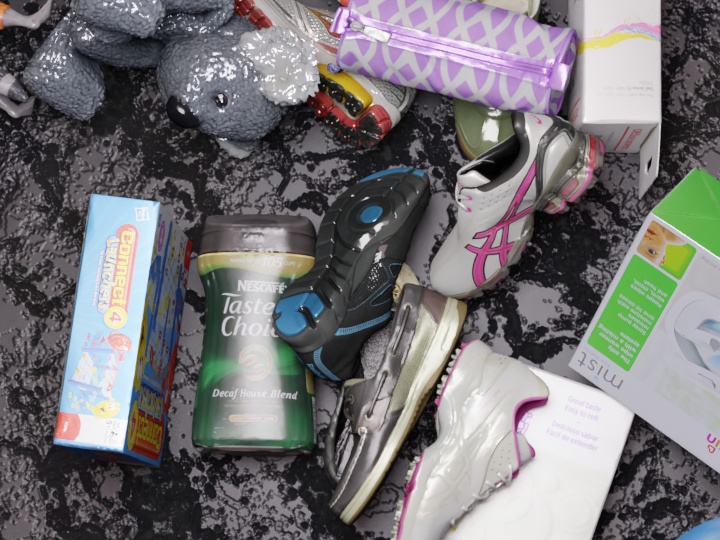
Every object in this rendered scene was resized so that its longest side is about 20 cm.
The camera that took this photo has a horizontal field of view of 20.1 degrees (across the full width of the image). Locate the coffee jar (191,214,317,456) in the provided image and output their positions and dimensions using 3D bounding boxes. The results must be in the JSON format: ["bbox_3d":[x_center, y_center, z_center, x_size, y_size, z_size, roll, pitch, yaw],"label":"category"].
[{"bbox_3d":[-0.086,0.052,1.688,0.104,0.085,0.201,0,81,4],"label":"coffee jar"}]

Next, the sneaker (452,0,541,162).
[{"bbox_3d":[0.114,-0.191,1.708,0.067,0.090,0.201,7,82,5],"label":"sneaker"}]

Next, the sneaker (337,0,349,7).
[{"bbox_3d":[0.053,-0.288,1.732,0.093,0.070,0.200,45,77,7],"label":"sneaker"}]

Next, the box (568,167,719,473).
[{"bbox_3d":[0.294,0.052,1.601,0.200,0.097,0.177,36,130,14],"label":"box"}]

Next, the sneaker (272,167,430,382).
[{"bbox_3d":[0.000,0.000,1.668,0.073,0.082,0.200,11,55,41],"label":"sneaker"}]

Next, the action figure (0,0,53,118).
[{"bbox_3d":[-0.359,-0.214,1.698,0.193,0.200,0.105,14,52,-6],"label":"action figure"}]

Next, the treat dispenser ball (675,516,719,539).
[{"bbox_3d":[0.308,0.286,1.563,0.200,0.201,0.201,-1,81,4],"label":"treat dispenser ball"}]

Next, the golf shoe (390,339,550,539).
[{"bbox_3d":[0.085,0.158,1.609,0.091,0.075,0.200,21,84,6],"label":"golf shoe"}]

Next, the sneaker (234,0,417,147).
[{"bbox_3d":[-0.036,-0.189,1.738,0.200,0.078,0.082,41,59,13],"label":"sneaker"}]

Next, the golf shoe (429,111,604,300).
[{"bbox_3d":[0.107,-0.056,1.654,0.092,0.073,0.200,25,127,-22],"label":"golf shoe"}]

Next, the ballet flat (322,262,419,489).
[{"bbox_3d":[0.015,0.089,1.689,0.066,0.057,0.201,11,82,6],"label":"ballet flat"}]

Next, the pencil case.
[{"bbox_3d":[0.076,-0.180,1.639,0.199,0.085,0.084,13,90,11],"label":"pencil case"}]

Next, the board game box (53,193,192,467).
[{"bbox_3d":[-0.188,0.054,1.639,0.056,0.200,0.196,7,82,4],"label":"board game box"}]

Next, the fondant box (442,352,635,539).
[{"bbox_3d":[0.126,0.180,1.666,0.144,0.058,0.200,19,82,8],"label":"fondant box"}]

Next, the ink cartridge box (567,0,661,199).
[{"bbox_3d":[0.209,-0.166,1.682,0.067,0.117,0.201,1,81,0],"label":"ink cartridge box"}]

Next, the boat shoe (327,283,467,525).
[{"bbox_3d":[0.017,0.104,1.633,0.066,0.072,0.201,28,85,3],"label":"boat shoe"}]

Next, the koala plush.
[{"bbox_3d":[-0.135,-0.184,1.674,0.200,0.177,0.184,39,52,-6],"label":"koala plush"}]
